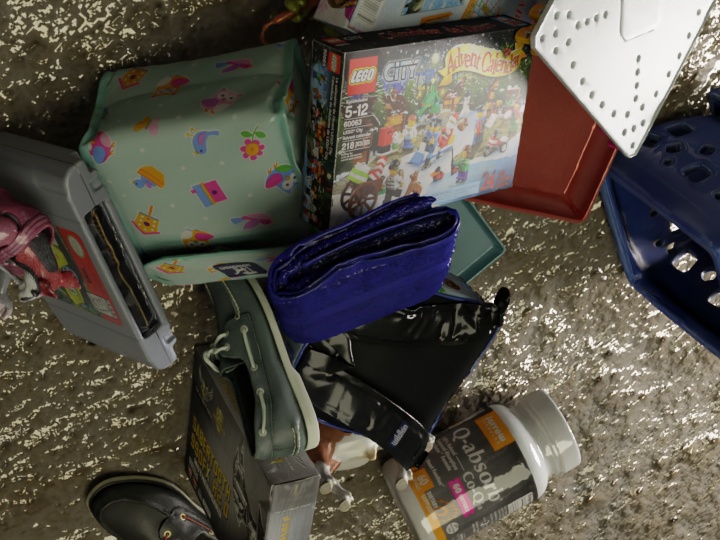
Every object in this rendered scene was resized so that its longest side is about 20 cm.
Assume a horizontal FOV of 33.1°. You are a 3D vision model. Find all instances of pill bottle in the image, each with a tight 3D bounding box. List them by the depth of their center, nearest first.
[{"bbox_3d":[0.133,0.218,1.333,0.199,0.117,0.117,-28,132,-7],"label":"pill bottle"}]

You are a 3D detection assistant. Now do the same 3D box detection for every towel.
[{"bbox_3d":[0.000,0.000,0.939,0.147,0.050,0.200,-20,167,-4],"label":"towel"}]

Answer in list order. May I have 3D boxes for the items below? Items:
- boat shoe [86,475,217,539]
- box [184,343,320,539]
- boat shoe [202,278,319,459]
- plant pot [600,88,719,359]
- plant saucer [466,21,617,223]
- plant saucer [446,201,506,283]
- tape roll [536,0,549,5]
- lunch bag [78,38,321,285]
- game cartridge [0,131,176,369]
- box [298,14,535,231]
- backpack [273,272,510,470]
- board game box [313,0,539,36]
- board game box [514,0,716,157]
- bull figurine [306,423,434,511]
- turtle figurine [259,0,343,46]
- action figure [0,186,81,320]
[{"bbox_3d":[-0.194,0.270,1.237,0.074,0.063,0.201,-42,130,8],"label":"boat shoe"},{"bbox_3d":[-0.107,0.188,1.128,0.048,0.200,0.159,-8,128,-25],"label":"box"},{"bbox_3d":[-0.102,0.072,1.051,0.061,0.201,0.073,-19,159,-23],"label":"boat shoe"},{"bbox_3d":[0.375,-0.051,1.215,0.179,0.200,0.200,-35,132,-8],"label":"plant pot"},{"bbox_3d":[0.165,-0.154,1.120,0.199,0.037,0.201,9,113,-32],"label":"plant saucer"},{"bbox_3d":[0.069,-0.058,1.163,0.070,0.019,0.200,-39,133,3],"label":"plant saucer"},{"bbox_3d":[0.226,-0.256,1.030,0.202,0.037,0.204,-22,123,-39],"label":"tape roll"},{"bbox_3d":[-0.107,-0.064,0.967,0.169,0.122,0.201,-7,132,10],"label":"lunch bag"},{"bbox_3d":[-0.227,-0.014,0.963,0.041,0.133,0.201,-42,132,-29],"label":"game cartridge"},{"bbox_3d":[0.046,-0.115,0.922,0.199,0.038,0.137,-16,124,-38],"label":"box"},{"bbox_3d":[0.009,0.062,1.131,0.190,0.154,0.201,19,104,-42],"label":"backpack"},{"bbox_3d":[0.077,-0.249,0.941,0.199,0.041,0.201,20,95,-48],"label":"board game box"},{"bbox_3d":[0.221,-0.223,0.994,0.200,0.026,0.201,34,82,-48],"label":"board game box"},{"bbox_3d":[-0.023,0.182,1.229,0.199,0.121,0.065,-22,130,-19],"label":"bull figurine"},{"bbox_3d":[0.023,-0.206,0.999,0.199,0.064,0.162,23,103,-29],"label":"turtle figurine"},{"bbox_3d":[-0.281,-0.049,0.889,0.149,0.199,0.134,-58,175,-2],"label":"action figure"}]
